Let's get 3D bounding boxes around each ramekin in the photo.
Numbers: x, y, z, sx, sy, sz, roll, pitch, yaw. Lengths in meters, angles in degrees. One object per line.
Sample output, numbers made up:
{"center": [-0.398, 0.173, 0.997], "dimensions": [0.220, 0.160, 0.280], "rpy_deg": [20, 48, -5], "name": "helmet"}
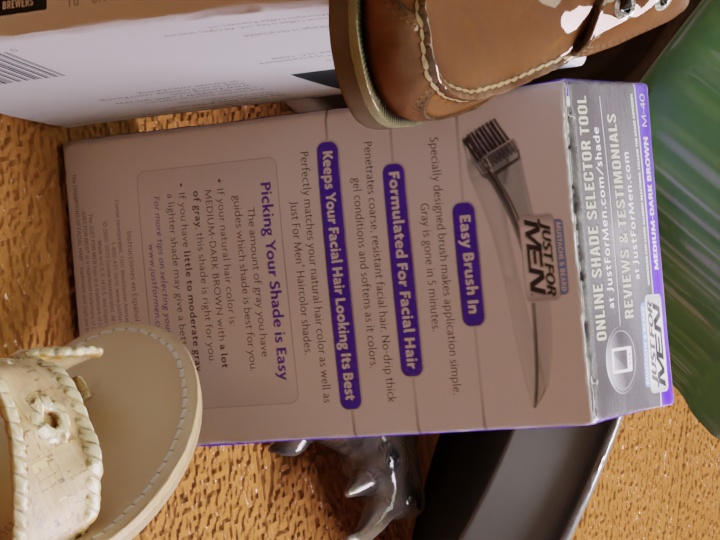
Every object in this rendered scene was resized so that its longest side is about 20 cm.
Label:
{"center": [0.151, -0.048, 1.041], "dimensions": [0.200, 0.098, 0.200], "rpy_deg": [-51, 174, -8], "name": "ramekin"}

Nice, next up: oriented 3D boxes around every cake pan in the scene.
{"center": [0.069, 0.053, 1.186], "dimensions": [0.200, 0.037, 0.201], "rpy_deg": [-158, -90, -84], "name": "cake pan"}

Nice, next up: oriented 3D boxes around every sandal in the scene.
{"center": [-0.113, 0.062, 0.893], "dimensions": [0.212, 0.077, 0.070], "rpy_deg": [-59, 143, -42], "name": "sandal"}

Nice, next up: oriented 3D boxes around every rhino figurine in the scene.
{"center": [0.010, 0.017, 1.163], "dimensions": [0.087, 0.060, 0.200], "rpy_deg": [33, 56, -37], "name": "rhino figurine"}

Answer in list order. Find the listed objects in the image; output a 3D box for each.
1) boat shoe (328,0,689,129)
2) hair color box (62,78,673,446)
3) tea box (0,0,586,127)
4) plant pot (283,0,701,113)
{"center": [0.058, -0.096, 0.826], "dimensions": [0.200, 0.068, 0.072], "rpy_deg": [-46, 130, -52], "name": "boat shoe"}
{"center": [0.000, 0.000, 0.988], "dimensions": [0.065, 0.200, 0.110], "rpy_deg": [-5, 91, -57], "name": "hair color box"}
{"center": [-0.045, -0.158, 0.927], "dimensions": [0.134, 0.200, 0.197], "rpy_deg": [13, 73, -62], "name": "tea box"}
{"center": [0.045, -0.159, 1.149], "dimensions": [0.175, 0.200, 0.201], "rpy_deg": [-69, 147, -69], "name": "plant pot"}
